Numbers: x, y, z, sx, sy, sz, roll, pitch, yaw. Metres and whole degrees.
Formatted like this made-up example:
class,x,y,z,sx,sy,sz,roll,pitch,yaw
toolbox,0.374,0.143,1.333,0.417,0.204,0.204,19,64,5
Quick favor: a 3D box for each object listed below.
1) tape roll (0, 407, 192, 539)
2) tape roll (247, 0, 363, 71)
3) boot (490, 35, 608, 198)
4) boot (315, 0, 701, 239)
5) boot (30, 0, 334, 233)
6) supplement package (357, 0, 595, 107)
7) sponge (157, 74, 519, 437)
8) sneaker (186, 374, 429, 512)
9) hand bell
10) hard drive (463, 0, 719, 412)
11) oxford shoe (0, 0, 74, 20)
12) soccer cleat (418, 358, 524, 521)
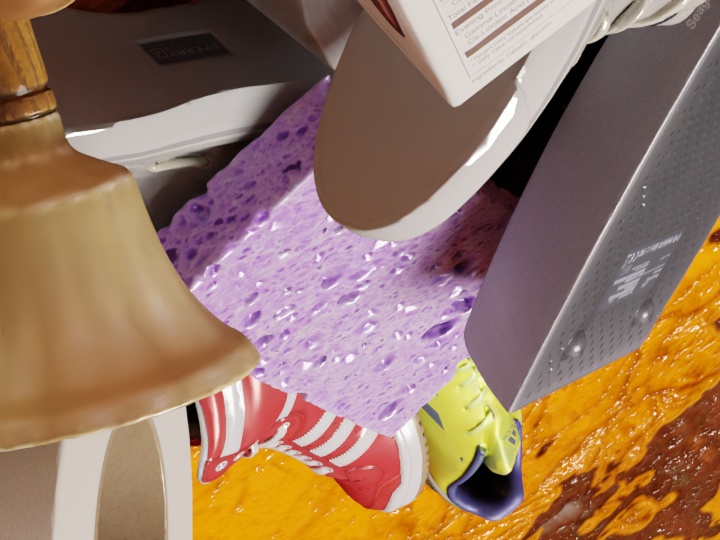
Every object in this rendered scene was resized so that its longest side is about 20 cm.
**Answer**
class,x,y,z,sx,sy,sz,roll,pitch,yaw
tape roll,-0.100,0.100,0.927,0.037,0.203,0.203,0,151,9
tape roll,0.038,-0.156,0.836,0.200,0.066,0.200,-27,138,-27
boot,0.112,-0.080,1.056,0.200,0.076,0.168,-1,138,-41
boot,0.071,-0.087,0.800,0.096,0.074,0.200,24,102,-49
boot,-0.091,-0.038,0.883,0.200,0.074,0.096,-9,136,-42
supplement package,0.015,-0.176,0.674,0.156,0.200,0.111,-38,151,-3
sponge,0.000,0.000,0.960,0.112,0.030,0.200,-43,152,11
sneaker,-0.037,0.062,1.092,0.112,0.071,0.200,-35,144,-16
hand bell,-0.104,-0.056,0.762,0.104,0.200,0.104,-13,-171,2
hard drive,0.112,-0.047,0.951,0.135,0.042,0.200,-20,142,-58
oxford shoe,-0.116,-0.137,0.654,0.071,0.071,0.200,-10,130,9
soccer cleat,0.047,0.047,1.156,0.065,0.084,0.200,-32,151,-11
